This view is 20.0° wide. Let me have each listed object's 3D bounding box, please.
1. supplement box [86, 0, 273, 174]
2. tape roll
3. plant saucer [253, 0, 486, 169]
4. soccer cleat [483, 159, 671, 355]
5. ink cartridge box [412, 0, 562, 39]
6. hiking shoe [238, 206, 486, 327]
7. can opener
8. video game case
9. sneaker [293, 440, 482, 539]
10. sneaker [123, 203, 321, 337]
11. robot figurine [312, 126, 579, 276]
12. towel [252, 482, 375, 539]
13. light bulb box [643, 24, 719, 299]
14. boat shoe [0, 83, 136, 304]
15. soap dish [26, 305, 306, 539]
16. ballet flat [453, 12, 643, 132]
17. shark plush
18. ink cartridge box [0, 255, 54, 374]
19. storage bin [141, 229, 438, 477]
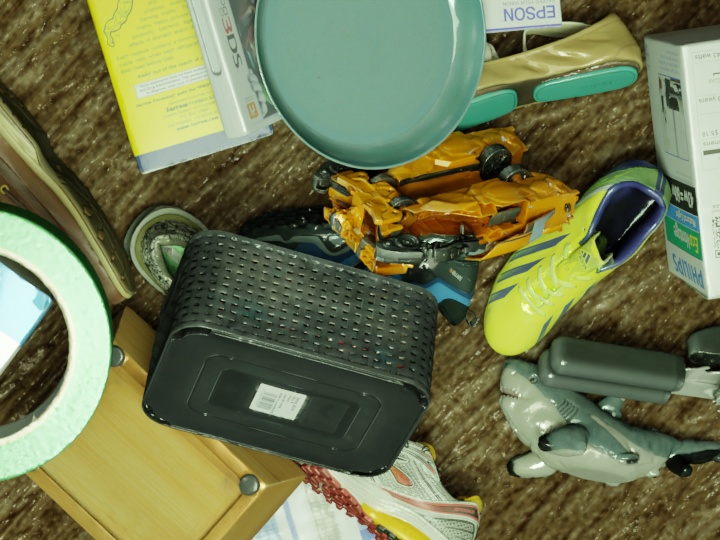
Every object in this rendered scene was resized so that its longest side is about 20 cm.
[{"bbox_3d":[-0.147,-0.189,1.566,0.109,0.109,0.201,-16,99,-2],"label":"supplement box"},{"bbox_3d":[-0.279,0.051,1.474,0.199,0.048,0.202,-1,99,-6],"label":"tape roll"},{"bbox_3d":[0.004,-0.176,1.525,0.199,0.027,0.202,-2,94,-29],"label":"plant saucer"},{"bbox_3d":[0.169,-0.007,1.629,0.065,0.084,0.200,39,104,-12],"label":"soccer cleat"},{"bbox_3d":[0.056,-0.281,1.581,0.197,0.043,0.202,-6,97,-19],"label":"ink cartridge box"},{"bbox_3d":[0.000,0.000,1.626,0.198,0.074,0.087,5,104,-2],"label":"hiking shoe"},{"bbox_3d":[0.241,0.078,1.668,0.198,0.053,0.067,5,61,-16],"label":"can opener"},{"bbox_3d":[-0.068,-0.210,1.536,0.023,0.200,0.183,-10,102,30],"label":"video game case"},{"bbox_3d":[0.012,0.161,1.640,0.200,0.078,0.082,40,73,-13],"label":"sneaker"},{"bbox_3d":[-0.103,0.030,1.614,0.200,0.089,0.077,37,94,-10],"label":"sneaker"},{"bbox_3d":[0.061,-0.051,1.573,0.199,0.145,0.059,-15,134,-28],"label":"robot figurine"},{"bbox_3d":[-0.061,0.218,1.681,0.199,0.024,0.148,-17,101,-2],"label":"towel"},{"bbox_3d":[0.340,-0.097,1.615,0.197,0.125,0.202,-8,101,-4],"label":"light bulb box"},{"bbox_3d":[-0.252,-0.051,1.601,0.067,0.072,0.201,-36,94,7],"label":"boat shoe"},{"bbox_3d":[-0.167,0.154,1.611,0.200,0.081,0.157,43,98,3],"label":"soap dish"},{"bbox_3d":[0.124,-0.158,1.627,0.198,0.069,0.063,-14,72,-5],"label":"ballet flat"},{"bbox_3d":[0.210,0.127,1.671,0.198,0.091,0.084,8,67,0],"label":"shark plush"},{"bbox_3d":[-0.345,0.049,1.566,0.144,0.147,0.201,36,94,-10],"label":"ink cartridge box"},{"bbox_3d":[-0.052,0.065,1.535,0.199,0.094,0.135,15,141,-11],"label":"storage bin"}]
